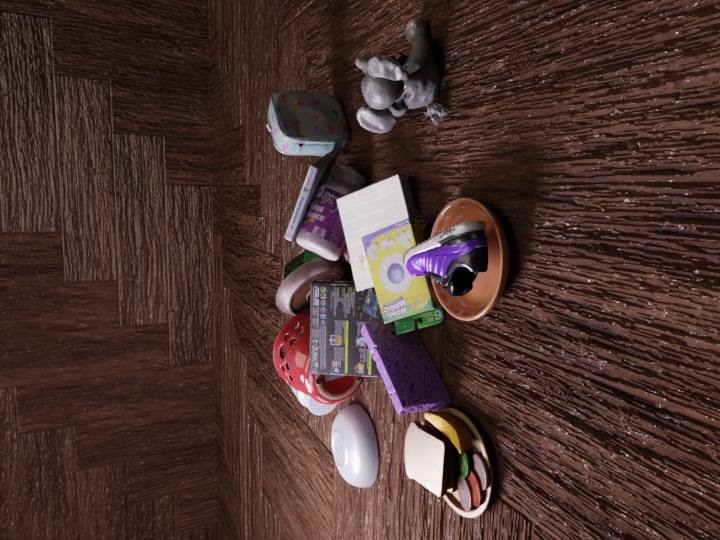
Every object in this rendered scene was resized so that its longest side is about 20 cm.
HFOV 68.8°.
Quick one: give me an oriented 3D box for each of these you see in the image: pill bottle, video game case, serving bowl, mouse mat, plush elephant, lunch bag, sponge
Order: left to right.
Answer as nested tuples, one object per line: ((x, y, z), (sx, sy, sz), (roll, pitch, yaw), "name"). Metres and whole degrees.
((-0.133, -0.359, 1.305), (0.077, 0.197, 0.163), (-47, 53, 57), "lunch bag")
((-0.140, -0.022, 1.389), (0.008, 0.160, 0.201), (50, -172, -23), "mouse mat")
((-0.139, 0.313, 1.480), (0.200, 0.112, 0.116), (33, 121, 58), "pill bottle")
((-0.113, -0.182, 1.250), (0.200, 0.022, 0.184), (-62, -4, -65), "video game case")
((-0.063, -0.136, 1.225), (0.112, 0.111, 0.203), (7, 73, 63), "pill bottle")
((-0.027, 0.442, 1.319), (0.199, 0.065, 0.204), (-166, 75, -64), "serving bowl")
((0.057, -0.347, 0.968), (0.166, 0.152, 0.202), (-61, 40, 46), "plush elephant")
((0.085, 0.180, 1.014), (0.201, 0.110, 0.030), (64, 144, 39), "sponge")

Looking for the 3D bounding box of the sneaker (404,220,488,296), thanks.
((0.137, -0.003, 0.856), (0.200, 0.069, 0.101), (-34, 64, 61), "sneaker")

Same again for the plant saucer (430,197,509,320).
((0.182, -0.019, 0.881), (0.199, 0.037, 0.204), (-170, 79, -64), "plant saucer")

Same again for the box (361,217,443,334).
((0.081, 0.015, 1.005), (0.116, 0.048, 0.203), (-20, 83, 31), "box")

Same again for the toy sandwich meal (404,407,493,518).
((0.153, 0.339, 0.936), (0.204, 0.069, 0.209), (11, 103, 63), "toy sandwich meal")

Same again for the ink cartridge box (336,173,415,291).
((0.042, -0.076, 1.079), (0.161, 0.057, 0.203), (-16, 88, 32), "ink cartridge box")

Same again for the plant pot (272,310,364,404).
((-0.091, 0.219, 1.287), (0.182, 0.198, 0.204), (24, 114, 54), "plant pot")

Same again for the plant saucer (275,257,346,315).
((-0.115, 0.049, 1.316), (0.032, 0.198, 0.202), (53, 139, 32), "plant saucer")

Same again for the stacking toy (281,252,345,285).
((-0.109, 0.012, 1.405), (0.200, 0.144, 0.148), (-45, 51, 36), "stacking toy")

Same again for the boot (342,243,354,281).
((0.000, 0.000, 1.221), (0.144, 0.071, 0.204), (165, 108, -64), "boot")

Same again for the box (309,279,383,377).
((-0.013, 0.124, 1.131), (0.048, 0.189, 0.204), (-62, -27, -81), "box")
